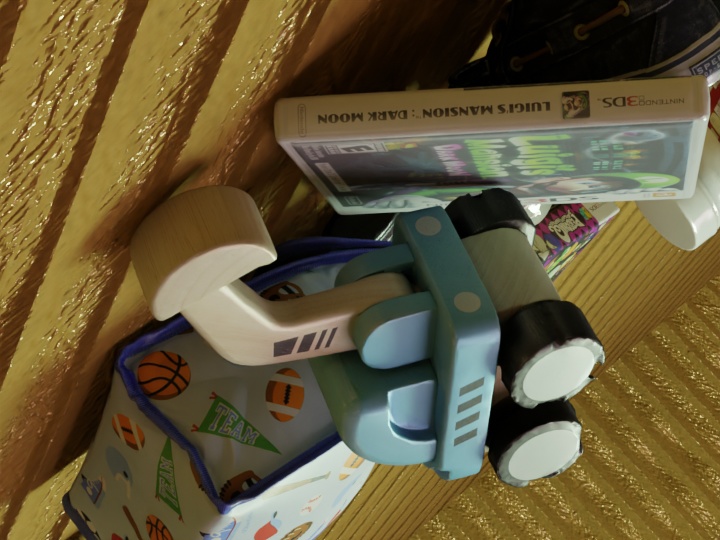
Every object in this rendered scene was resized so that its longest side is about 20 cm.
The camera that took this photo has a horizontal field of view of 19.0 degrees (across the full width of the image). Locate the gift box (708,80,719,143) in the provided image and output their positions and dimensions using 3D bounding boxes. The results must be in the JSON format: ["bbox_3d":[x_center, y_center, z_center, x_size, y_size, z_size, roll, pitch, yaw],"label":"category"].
[{"bbox_3d":[0.289,-0.162,1.296,0.186,0.185,0.200,-32,172,-9],"label":"gift box"}]

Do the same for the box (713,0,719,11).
[{"bbox_3d":[0.274,-0.202,1.151,0.200,0.141,0.079,-41,169,-6],"label":"box"}]

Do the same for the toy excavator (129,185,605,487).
[{"bbox_3d":[0.001,0.029,0.969,0.199,0.100,0.195,-15,141,-15],"label":"toy excavator"}]

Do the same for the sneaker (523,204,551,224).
[{"bbox_3d":[0.097,-0.087,1.202,0.200,0.072,0.072,-49,150,-54],"label":"sneaker"}]

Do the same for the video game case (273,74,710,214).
[{"bbox_3d":[0.065,-0.053,0.984,0.181,0.024,0.200,-3,172,7],"label":"video game case"}]

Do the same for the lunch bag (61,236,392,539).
[{"bbox_3d":[-0.043,0.074,1.132,0.199,0.124,0.170,-28,162,-30],"label":"lunch bag"}]

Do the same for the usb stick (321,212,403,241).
[{"bbox_3d":[0.000,0.000,1.235,0.055,0.033,0.200,-40,169,-11],"label":"usb stick"}]

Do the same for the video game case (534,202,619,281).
[{"bbox_3d":[0.104,0.028,1.733,0.200,0.036,0.181,-50,169,33],"label":"video game case"}]

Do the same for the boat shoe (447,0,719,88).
[{"bbox_3d":[0.092,-0.120,1.021,0.071,0.091,0.200,-36,-165,-29],"label":"boat shoe"}]

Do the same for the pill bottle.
[{"bbox_3d":[0.317,-0.110,1.770,0.200,0.112,0.112,-40,170,-12],"label":"pill bottle"}]
